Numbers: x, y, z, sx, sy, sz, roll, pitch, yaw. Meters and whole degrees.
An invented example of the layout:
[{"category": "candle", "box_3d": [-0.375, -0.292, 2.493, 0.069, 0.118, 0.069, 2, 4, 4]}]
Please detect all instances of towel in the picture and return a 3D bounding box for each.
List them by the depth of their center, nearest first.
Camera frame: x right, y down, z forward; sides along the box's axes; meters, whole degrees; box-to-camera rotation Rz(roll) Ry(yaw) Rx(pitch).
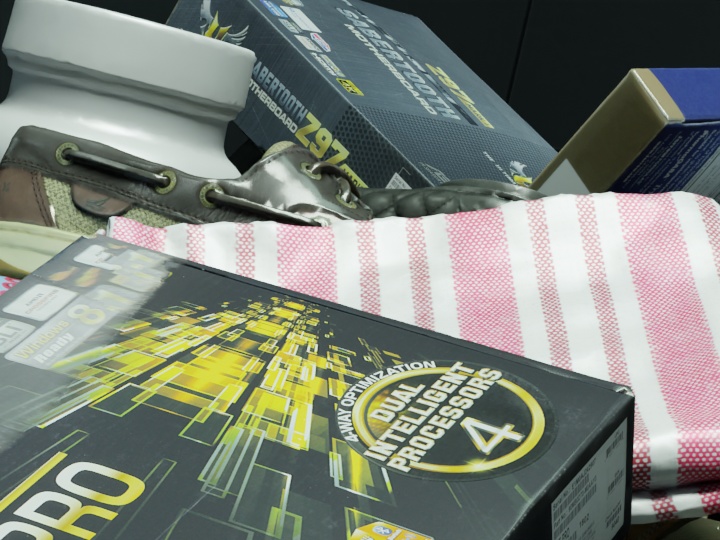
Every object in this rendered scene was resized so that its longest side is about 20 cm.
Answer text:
[{"category": "towel", "box_3d": [0.019, 0.023, 0.633, 0.199, 0.030, 0.147, -5, 31, 0]}]

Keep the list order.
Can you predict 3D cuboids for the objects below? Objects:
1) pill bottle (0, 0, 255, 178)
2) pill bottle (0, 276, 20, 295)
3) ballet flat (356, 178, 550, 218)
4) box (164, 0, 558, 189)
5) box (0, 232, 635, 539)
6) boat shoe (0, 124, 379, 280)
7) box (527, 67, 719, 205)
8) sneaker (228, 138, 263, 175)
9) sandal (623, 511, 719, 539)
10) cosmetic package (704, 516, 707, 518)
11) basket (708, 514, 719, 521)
[{"category": "pill bottle", "box_3d": [-0.107, 0.003, 0.860, 0.115, 0.201, 0.116, 13, 2, -1]}, {"category": "pill bottle", "box_3d": [-0.118, 0.056, 0.707, 0.199, 0.109, 0.109, 12, 3, -7]}, {"category": "ballet flat", "box_3d": [0.000, 0.000, 0.862, 0.066, 0.057, 0.200, 26, -18, -35]}, {"category": "box", "box_3d": [0.024, -0.055, 1.013, 0.157, 0.051, 0.200, 9, 32, -51]}, {"category": "box", "box_3d": [-0.051, 0.069, 0.497, 0.161, 0.049, 0.200, 14, 33, 27]}, {"category": "boat shoe", "box_3d": [-0.028, -0.012, 0.745, 0.199, 0.065, 0.073, 7, -7, -1]}, {"category": "box", "box_3d": [0.138, -0.032, 0.913, 0.200, 0.121, 0.032, -4, 53, -47]}, {"category": "sneaker", "box_3d": [-0.035, 0.027, 0.990, 0.114, 0.200, 0.076, 14, -35, 14]}, {"category": "sandal", "box_3d": [0.103, 0.073, 0.630, 0.080, 0.054, 0.200, 12, 4, -28]}, {"category": "cosmetic package", "box_3d": [0.067, 0.101, 0.854, 0.103, 0.088, 0.200, 9, 4, 3]}, {"category": "basket", "box_3d": [0.081, 0.076, 1.064, 0.199, 0.136, 0.180, 19, 12, 28]}]
